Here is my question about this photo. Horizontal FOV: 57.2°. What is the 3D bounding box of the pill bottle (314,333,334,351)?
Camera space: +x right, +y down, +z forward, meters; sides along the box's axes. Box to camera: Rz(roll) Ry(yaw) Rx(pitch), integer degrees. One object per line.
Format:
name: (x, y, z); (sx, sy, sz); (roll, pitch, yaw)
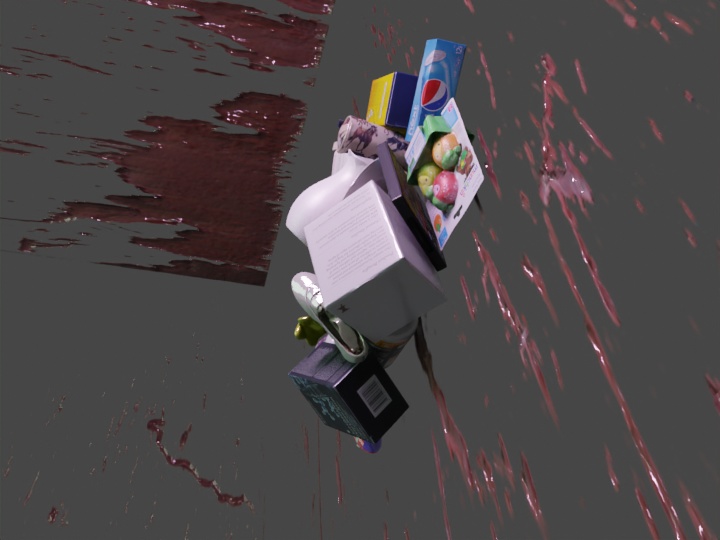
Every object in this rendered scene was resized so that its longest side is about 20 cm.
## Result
pill bottle: (-0.042, 0.197, 1.620); (0.200, 0.112, 0.113); (135, 141, -66)

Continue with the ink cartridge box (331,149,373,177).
ink cartridge box: (0.019, -0.229, 1.558); (0.200, 0.144, 0.148); (157, 121, -74)

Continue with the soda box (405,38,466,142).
soda box: (0.146, -0.345, 1.296); (0.068, 0.064, 0.200); (-126, 45, -70)

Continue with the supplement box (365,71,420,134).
supplement box: (0.090, -0.354, 1.429); (0.200, 0.109, 0.110); (-140, 60, -74)

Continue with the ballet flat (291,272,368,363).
ballet flat: (-0.050, 0.080, 1.194); (0.200, 0.069, 0.069); (53, 159, 2)

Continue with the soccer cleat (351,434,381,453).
soccer cleat: (0.016, 0.304, 1.437); (0.200, 0.067, 0.077); (-97, 25, -54)

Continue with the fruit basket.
fruit basket: (0.143, -0.168, 1.152); (0.185, 0.094, 0.200); (116, 155, -49)

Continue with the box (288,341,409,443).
box: (-0.027, 0.237, 1.313); (0.107, 0.149, 0.200); (-42, 19, -24)

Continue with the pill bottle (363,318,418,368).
pill bottle: (0.033, 0.137, 1.350); (0.200, 0.116, 0.117); (117, 157, -51)

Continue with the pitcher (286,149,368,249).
pitcher: (-0.043, -0.126, 1.365); (0.200, 0.172, 0.121); (-46, 52, 1)

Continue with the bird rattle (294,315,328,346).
bird rattle: (-0.054, 0.060, 1.316); (0.200, 0.112, 0.163); (-71, -12, -62)

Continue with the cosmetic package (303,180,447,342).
cosmetic package: (0.024, -0.014, 1.192); (0.167, 0.166, 0.200); (-32, 48, 17)

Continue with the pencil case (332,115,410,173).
pencil case: (0.045, -0.258, 1.383); (0.089, 0.200, 0.078); (157, 124, -64)

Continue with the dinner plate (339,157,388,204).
dinner plate: (0.010, -0.131, 1.302); (0.200, 0.024, 0.200); (-48, -20, -23)

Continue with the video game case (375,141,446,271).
video game case: (0.092, -0.120, 1.215); (0.181, 0.025, 0.200); (54, -164, -35)
